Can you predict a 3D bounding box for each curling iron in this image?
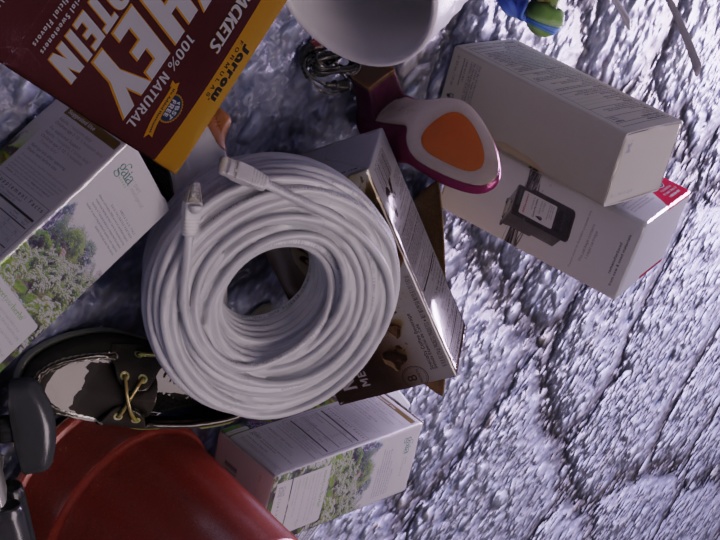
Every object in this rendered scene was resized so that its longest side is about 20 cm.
[{"bbox_3d":[0.022,-0.209,1.161,0.200,0.025,0.050,-42,108,-29],"label":"curling iron"}]

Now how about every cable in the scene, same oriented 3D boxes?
[{"bbox_3d":[-0.069,0.012,1.039,0.198,0.069,0.202,12,111,-30],"label":"cable"}]

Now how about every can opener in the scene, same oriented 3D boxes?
[{"bbox_3d":[-0.254,0.180,1.038,0.065,0.053,0.203,-5,112,-7],"label":"can opener"}]

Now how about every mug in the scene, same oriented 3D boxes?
[{"bbox_3d":[0.043,-0.275,1.010,0.176,0.147,0.201,-49,169,-36],"label":"mug"}]

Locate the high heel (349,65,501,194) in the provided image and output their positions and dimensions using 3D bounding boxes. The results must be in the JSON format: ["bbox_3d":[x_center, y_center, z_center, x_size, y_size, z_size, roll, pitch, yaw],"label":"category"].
[{"bbox_3d":[0.057,-0.096,1.149,0.067,0.200,0.096,-38,137,-16],"label":"high heel"}]

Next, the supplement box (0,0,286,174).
[{"bbox_3d":[-0.180,-0.184,0.761,0.134,0.196,0.200,-56,148,0],"label":"supplement box"}]

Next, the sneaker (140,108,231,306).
[{"bbox_3d":[-0.114,-0.036,1.085,0.084,0.073,0.202,-31,138,-30],"label":"sneaker"}]

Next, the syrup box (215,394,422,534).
[{"bbox_3d":[-0.040,0.178,1.300,0.199,0.081,0.080,-14,127,-45],"label":"syrup box"}]

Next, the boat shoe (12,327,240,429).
[{"bbox_3d":[-0.172,0.089,1.094,0.199,0.060,0.073,3,107,-39],"label":"boat shoe"}]

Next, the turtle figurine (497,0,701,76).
[{"bbox_3d":[0.231,-0.303,1.265,0.144,0.197,0.196,-68,171,-68],"label":"turtle figurine"}]

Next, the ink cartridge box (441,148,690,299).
[{"bbox_3d":[0.194,-0.071,1.333,0.145,0.199,0.084,-27,142,-56],"label":"ink cartridge box"}]

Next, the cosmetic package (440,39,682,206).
[{"bbox_3d":[0.179,-0.140,1.271,0.103,0.199,0.074,-14,129,-46],"label":"cosmetic package"}]

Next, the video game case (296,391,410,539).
[{"bbox_3d":[-0.041,0.177,1.406,0.201,0.023,0.182,-52,147,-9],"label":"video game case"}]

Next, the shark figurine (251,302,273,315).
[{"bbox_3d":[-0.058,0.081,1.249,0.213,0.089,0.129,-25,136,-38],"label":"shark figurine"}]

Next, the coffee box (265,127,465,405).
[{"bbox_3d":[0.000,0.000,1.151,0.080,0.112,0.202,-72,143,-58],"label":"coffee box"}]

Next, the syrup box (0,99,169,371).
[{"bbox_3d":[-0.232,-0.017,0.938,0.200,0.081,0.079,-47,147,-17],"label":"syrup box"}]

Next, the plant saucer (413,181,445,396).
[{"bbox_3d":[0.058,0.017,1.306,0.035,0.202,0.202,-1,131,0],"label":"plant saucer"}]

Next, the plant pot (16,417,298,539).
[{"bbox_3d":[-0.158,0.232,1.133,0.200,0.194,0.203,-35,141,-33],"label":"plant pot"}]
